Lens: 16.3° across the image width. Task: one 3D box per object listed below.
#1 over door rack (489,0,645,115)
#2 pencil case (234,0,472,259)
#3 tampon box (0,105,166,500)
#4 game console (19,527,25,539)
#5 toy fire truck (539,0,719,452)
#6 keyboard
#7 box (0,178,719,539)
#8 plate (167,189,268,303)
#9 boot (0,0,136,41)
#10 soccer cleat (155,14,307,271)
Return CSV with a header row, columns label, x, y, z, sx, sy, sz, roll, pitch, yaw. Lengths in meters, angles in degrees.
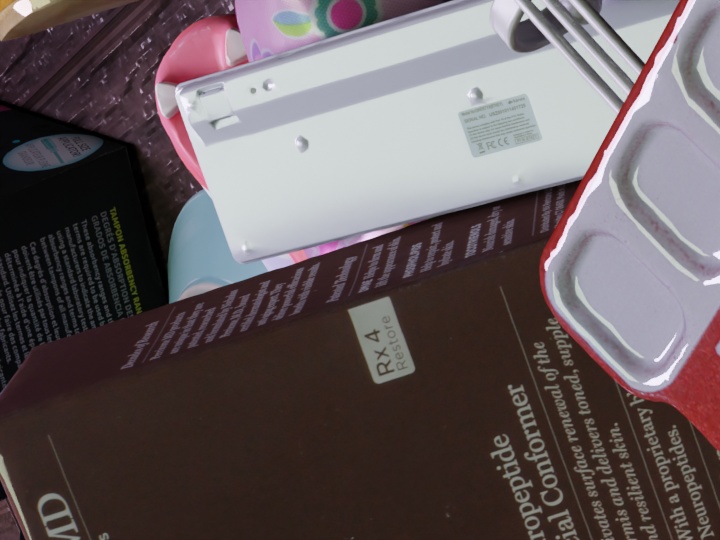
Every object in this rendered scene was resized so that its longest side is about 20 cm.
label,x,y,z,sx,sy,sz,roll,pitch,yaw
over door rack,0.084,-0.128,0.581,0.148,0.067,0.200,50,136,25
pencil case,0.003,-0.075,0.746,0.087,0.087,0.200,2,114,61
tampon box,-0.201,0.024,1.062,0.150,0.200,0.126,20,128,53
game console,-0.095,0.171,0.854,0.116,0.176,0.200,21,155,2
toy fire truck,0.125,-0.011,0.502,0.168,0.112,0.200,44,139,20
keyboard,0.036,-0.047,0.683,0.200,0.011,0.056,-13,107,33
box,0.008,0.046,0.700,0.075,0.200,0.100,-65,-45,-72
plate,-0.029,0.064,0.977,0.200,0.026,0.200,42,145,38
boot,-0.094,-0.153,0.788,0.201,0.071,0.144,-71,-34,-77
soccer cleat,0.000,0.000,0.848,0.200,0.067,0.076,56,-169,2
